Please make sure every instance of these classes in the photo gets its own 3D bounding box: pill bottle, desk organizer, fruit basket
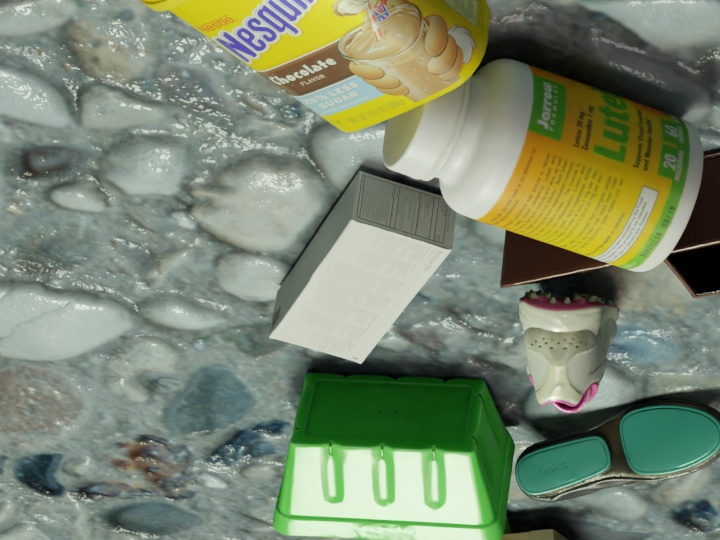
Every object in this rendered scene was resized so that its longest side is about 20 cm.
[{"bbox_3d":[0.122,-0.079,1.532,0.199,0.111,0.111,17,147,-16],"label":"pill bottle"},{"bbox_3d":[0.204,-0.022,1.637,0.199,0.077,0.072,-12,143,29],"label":"desk organizer"},{"bbox_3d":[0.033,0.187,1.965,0.215,0.156,0.216,5,131,6],"label":"fruit basket"}]

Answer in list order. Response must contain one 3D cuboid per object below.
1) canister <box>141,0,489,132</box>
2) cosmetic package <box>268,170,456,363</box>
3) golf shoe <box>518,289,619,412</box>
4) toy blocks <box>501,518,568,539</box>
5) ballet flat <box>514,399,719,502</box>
[{"bbox_3d":[-0.032,-0.179,1.431,0.148,0.087,0.200,-21,140,38],"label":"canister"},{"bbox_3d":[0.000,0.000,1.742,0.082,0.051,0.200,18,147,-13],"label":"cosmetic package"},{"bbox_3d":[0.156,0.062,1.719,0.075,0.092,0.200,1,178,14],"label":"golf shoe"},{"bbox_3d":[0.140,0.298,2.168,0.199,0.100,0.137,-9,156,23],"label":"toy blocks"},{"bbox_3d":[0.230,0.155,1.938,0.199,0.073,0.073,-17,141,24],"label":"ballet flat"}]
